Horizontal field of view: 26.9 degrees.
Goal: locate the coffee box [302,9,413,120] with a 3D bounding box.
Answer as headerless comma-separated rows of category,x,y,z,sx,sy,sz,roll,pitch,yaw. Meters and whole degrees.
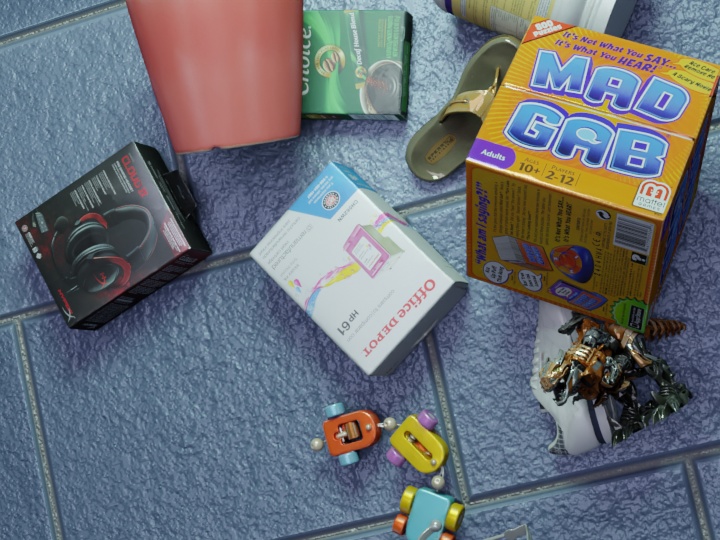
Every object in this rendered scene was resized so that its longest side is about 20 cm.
coffee box,-0.042,-0.235,1.726,0.198,0.044,0.124,4,89,16

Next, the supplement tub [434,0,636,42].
supplement tub,0.191,-0.315,1.616,0.199,0.145,0.147,25,93,15

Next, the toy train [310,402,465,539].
toy train,0.038,0.231,1.675,0.149,0.056,0.202,-23,81,19

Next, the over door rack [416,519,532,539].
over door rack,0.125,0.334,1.593,0.198,0.067,0.148,-14,120,31

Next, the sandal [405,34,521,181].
sandal,0.119,-0.166,1.641,0.080,0.054,0.200,39,118,-7

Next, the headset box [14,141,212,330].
headset box,-0.281,-0.044,1.764,0.199,0.075,0.150,-31,79,11

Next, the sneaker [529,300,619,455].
sneaker,0.215,0.098,1.625,0.080,0.076,0.202,-17,81,23

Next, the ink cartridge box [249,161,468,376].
ink cartridge box,0.000,0.000,1.680,0.200,0.085,0.145,44,98,12

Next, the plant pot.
plant pot,-0.147,-0.225,1.643,0.198,0.200,0.179,-6,97,15

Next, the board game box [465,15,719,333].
board game box,0.232,-0.097,1.526,0.198,0.201,0.201,18,59,15

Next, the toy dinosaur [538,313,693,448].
toy dinosaur,0.273,0.095,1.552,0.199,0.102,0.136,-29,81,-16
